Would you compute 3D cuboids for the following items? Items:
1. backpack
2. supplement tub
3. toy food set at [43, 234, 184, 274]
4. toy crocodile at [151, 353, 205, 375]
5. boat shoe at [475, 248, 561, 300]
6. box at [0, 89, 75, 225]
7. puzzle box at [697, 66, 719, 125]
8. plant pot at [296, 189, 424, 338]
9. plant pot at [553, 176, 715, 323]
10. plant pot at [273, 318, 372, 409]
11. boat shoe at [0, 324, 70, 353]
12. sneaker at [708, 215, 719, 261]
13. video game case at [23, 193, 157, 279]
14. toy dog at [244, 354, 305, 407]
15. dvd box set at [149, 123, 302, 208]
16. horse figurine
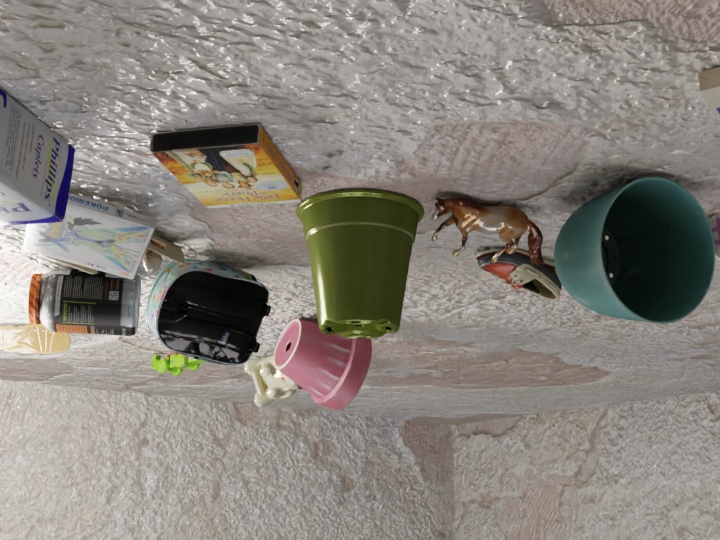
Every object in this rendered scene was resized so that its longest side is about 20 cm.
[{"bbox_3d":[-0.287,0.069,1.615,0.199,0.178,0.150,13,-170,-36],"label":"backpack"},{"bbox_3d":[-0.523,0.060,1.690,0.199,0.123,0.123,5,163,-12],"label":"supplement tub"},{"bbox_3d":[-0.418,-0.028,1.497,0.199,0.061,0.143,-7,162,23],"label":"toy food set"},{"bbox_3d":[-0.508,0.253,2.482,0.199,0.062,0.067,-18,156,36],"label":"toy crocodile"},{"bbox_3d":[0.288,0.006,1.594,0.199,0.063,0.071,14,161,-35],"label":"boat shoe"},{"bbox_3d":[-0.478,-0.132,1.065,0.183,0.105,0.200,-2,164,12],"label":"box"},{"bbox_3d":[0.477,-0.200,0.944,0.199,0.026,0.133,-10,161,32],"label":"puzzle box"},{"bbox_3d":[0.000,0.000,1.352,0.199,0.191,0.200,0,163,0],"label":"plant pot"},{"bbox_3d":[0.375,-0.024,1.276,0.200,0.202,0.161,7,174,-23],"label":"plant pot"},{"bbox_3d":[-0.098,0.205,2.091,0.179,0.201,0.200,26,154,-24],"label":"plant pot"},{"bbox_3d":[-0.813,0.166,2.175,0.199,0.074,0.069,5,175,-13],"label":"boat shoe"},{"bbox_3d":[0.616,-0.040,1.409,0.199,0.081,0.088,3,171,-11],"label":"sneaker"},{"bbox_3d":[-0.423,-0.055,1.372,0.182,0.022,0.200,16,151,-17],"label":"video game case"},{"bbox_3d":[-0.200,0.296,2.473,0.193,0.140,0.200,-4,169,-36],"label":"toy dog"},{"bbox_3d":[-0.172,-0.134,1.180,0.146,0.030,0.200,-3,163,11],"label":"dvd box set"},{"bbox_3d":[0.196,-0.063,1.357,0.199,0.050,0.133,11,145,-6],"label":"horse figurine"}]
